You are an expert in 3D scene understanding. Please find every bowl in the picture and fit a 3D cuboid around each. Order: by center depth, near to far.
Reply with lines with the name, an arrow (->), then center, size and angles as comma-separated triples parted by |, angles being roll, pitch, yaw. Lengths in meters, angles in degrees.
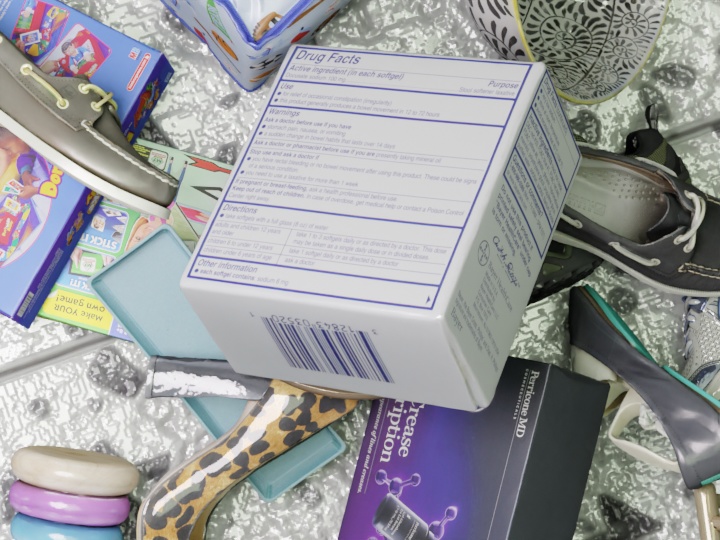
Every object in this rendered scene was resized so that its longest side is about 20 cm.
bowl -> 0.122, -0.215, 1.685 | 0.200, 0.094, 0.201 | -11, 104, -51

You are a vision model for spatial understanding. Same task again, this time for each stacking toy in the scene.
stacking toy -> -0.203, 0.220, 1.647 | 0.085, 0.085, 0.201 | 9, 92, -7

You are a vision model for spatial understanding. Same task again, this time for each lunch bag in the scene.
lunch bag -> -0.037, -0.234, 1.644 | 0.200, 0.170, 0.124 | -43, 91, -6

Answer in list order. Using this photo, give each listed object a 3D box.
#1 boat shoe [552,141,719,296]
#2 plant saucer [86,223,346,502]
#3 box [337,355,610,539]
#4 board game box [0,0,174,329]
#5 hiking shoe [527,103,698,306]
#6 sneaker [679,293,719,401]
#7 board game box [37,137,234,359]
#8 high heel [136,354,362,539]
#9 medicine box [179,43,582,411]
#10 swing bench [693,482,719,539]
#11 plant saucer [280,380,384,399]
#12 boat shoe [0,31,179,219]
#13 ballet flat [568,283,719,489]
boat shoe -> 0.192, -0.037, 1.655 | 0.200, 0.060, 0.074 | 22, 74, -10
plant saucer -> -0.095, 0.061, 1.666 | 0.070, 0.019, 0.200 | -35, 105, 10
box -> 0.068, 0.153, 1.645 | 0.079, 0.141, 0.201 | 21, 82, -51
board game box -> -0.231, -0.082, 1.652 | 0.134, 0.045, 0.200 | 28, 84, 12
hiking shoe -> 0.134, -0.041, 1.712 | 0.200, 0.076, 0.101 | -23, 82, -17
sneaker -> 0.249, 0.020, 1.725 | 0.085, 0.077, 0.200 | 32, 76, 5
board game box -> -0.107, -0.007, 1.692 | 0.199, 0.029, 0.135 | 15, 84, -7
high heel -> -0.073, 0.155, 1.648 | 0.142, 0.071, 0.201 | 3, 99, 4
medicine box -> 0.017, -0.032, 1.555 | 0.182, 0.103, 0.200 | 7, 57, 27
swing bench -> 0.316, 0.248, 1.645 | 0.199, 0.130, 0.201 | 9, 87, -45
plant saucer -> 0.000, 0.000, 1.641 | 0.199, 0.029, 0.201 | 0, 60, 0
boat shoe -> -0.194, -0.102, 1.592 | 0.201, 0.072, 0.060 | 33, 89, 16
ballet flat -> 0.181, 0.080, 1.659 | 0.073, 0.200, 0.073 | -19, 130, -24
